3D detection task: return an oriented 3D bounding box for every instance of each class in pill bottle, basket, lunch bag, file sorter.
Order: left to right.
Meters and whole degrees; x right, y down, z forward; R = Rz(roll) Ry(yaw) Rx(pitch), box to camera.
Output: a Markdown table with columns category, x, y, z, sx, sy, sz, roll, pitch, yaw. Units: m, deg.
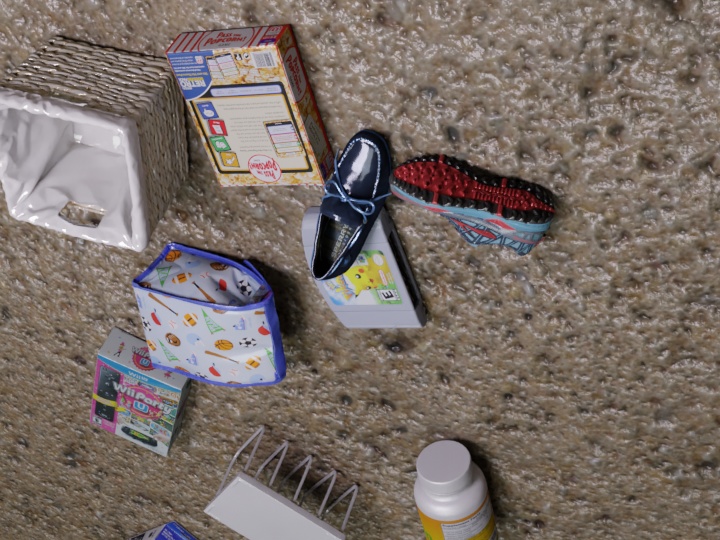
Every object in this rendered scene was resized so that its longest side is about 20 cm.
| category | x | y | z | sx | sy | sz | roll | pitch | yaw |
| --- | --- | --- | --- | --- | --- | --- | --- | --- | --- |
| basket | -0.333 | -0.163 | 1.431 | 0.197 | 0.161 | 0.201 | 14 | 137 | 12 |
| lunch bag | -0.199 | 0.070 | 1.623 | 0.199 | 0.124 | 0.171 | 15 | 136 | 23 |
| file sorter | -0.122 | 0.368 | 1.871 | 0.200 | 0.125 | 0.139 | 34 | 136 | -9 |
| pill bottle | 0.142 | 0.354 | 1.743 | 0.111 | 0.111 | 0.201 | 3 | 132 | 22 |

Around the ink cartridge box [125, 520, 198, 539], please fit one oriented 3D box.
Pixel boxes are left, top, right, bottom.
| category | x | y | z | sx | sy | sz | roll | pitch | yaw |
| --- | --- | --- | --- | --- | --- | --- | --- | --- | --- |
| ink cartridge box | -0.389 | 0.549 | 2.235 | 0.099 | 0.039 | 0.200 | 43 | 134 | -17 |

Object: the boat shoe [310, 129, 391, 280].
| category | x | y | z | sx | sy | sz | roll | pitch | yaw |
| --- | --- | --- | --- | --- | --- | --- | --- | --- | --- |
| boat shoe | -0.011 | -0.071 | 1.404 | 0.084 | 0.069 | 0.201 | 20 | 118 | 16 |

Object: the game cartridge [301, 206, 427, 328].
| category | x | y | z | sx | sy | sz | roll | pitch | yaw |
| --- | --- | --- | --- | --- | --- | --- | --- | --- | --- |
| game cartridge | 0.000 | 0.000 | 1.525 | 0.133 | 0.041 | 0.201 | 0 | 131 | 30 |

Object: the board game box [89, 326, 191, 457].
| category | x | y | z | sx | sy | sz | roll | pitch | yaw |
| --- | --- | --- | --- | --- | --- | --- | --- | --- | --- |
| board game box | -0.356 | 0.199 | 1.864 | 0.147 | 0.064 | 0.200 | 23 | 136 | 3 |

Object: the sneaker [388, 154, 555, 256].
| category | x | y | z | sx | sy | sz | roll | pitch | yaw |
| --- | --- | --- | --- | --- | --- | --- | --- | --- | --- |
| sneaker | 0.124 | -0.066 | 1.370 | 0.199 | 0.079 | 0.096 | 19 | 139 | 8 |

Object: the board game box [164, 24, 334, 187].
| category | x | y | z | sx | sy | sz | roll | pitch | yaw |
| --- | --- | --- | --- | --- | --- | --- | --- | --- | --- |
| board game box | -0.130 | -0.193 | 1.389 | 0.151 | 0.046 | 0.201 | 2 | 132 | 23 |
